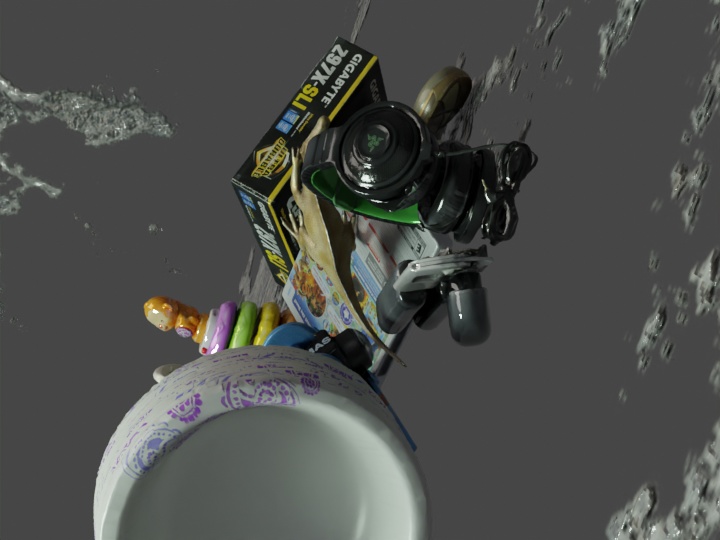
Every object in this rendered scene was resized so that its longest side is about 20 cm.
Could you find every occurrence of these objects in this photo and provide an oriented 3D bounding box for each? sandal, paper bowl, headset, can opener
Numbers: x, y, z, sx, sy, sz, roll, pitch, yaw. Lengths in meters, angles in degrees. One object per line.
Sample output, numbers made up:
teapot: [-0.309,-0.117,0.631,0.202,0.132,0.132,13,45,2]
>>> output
sandal: [0.031,-0.110,1.222,0.080,0.054,0.201,-40,-12,-39]
paper bowl: [-0.063,0.144,0.881,0.104,0.198,0.203,-125,53,-69]
headset: [0.040,-0.051,0.956,0.199,0.123,0.095,-9,64,53]
can opener: [0.046,0.026,0.937,0.200,0.053,0.068,118,145,-76]

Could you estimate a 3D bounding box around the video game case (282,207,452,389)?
video game case: [0.000,0.000,1.163,0.144,0.018,0.201,58,140,33]

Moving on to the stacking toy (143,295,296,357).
stacking toy: [-0.113,0.067,1.384,0.116,0.197,0.111,126,160,-61]

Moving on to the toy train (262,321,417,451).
toy train: [-0.063,0.124,0.981,0.199,0.115,0.087,-36,26,-5]

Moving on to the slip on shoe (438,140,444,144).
slip on shoe: [0.024,-0.030,1.200,0.062,0.073,0.201,60,136,30]

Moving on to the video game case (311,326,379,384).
video game case: [-0.076,0.137,1.083,0.200,0.018,0.143,-48,-23,-1]

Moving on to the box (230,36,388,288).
box: [-0.031,-0.082,1.269,0.160,0.049,0.201,-53,-22,-17]

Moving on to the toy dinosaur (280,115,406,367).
toy dinosaur: [-0.024,-0.022,1.094,0.101,0.057,0.202,-115,7,-68]

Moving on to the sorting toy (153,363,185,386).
sorting toy: [-0.143,0.176,1.238,0.180,0.105,0.203,-81,9,-80]
